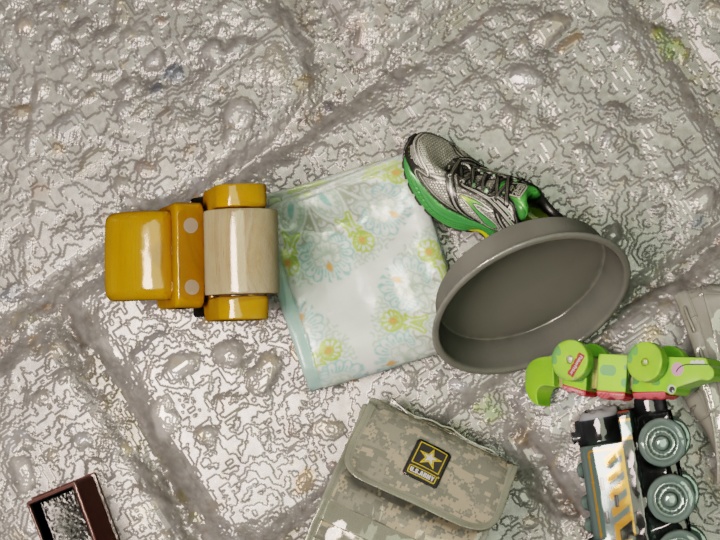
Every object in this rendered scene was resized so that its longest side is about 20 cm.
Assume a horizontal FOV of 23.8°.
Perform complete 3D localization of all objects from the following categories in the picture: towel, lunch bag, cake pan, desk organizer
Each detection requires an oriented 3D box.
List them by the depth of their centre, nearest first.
[{"bbox_3d":[0.155,0.022,1.605,0.198,0.201,0.037,-25,53,3],"label":"cake pan"},{"bbox_3d":[0.043,0.237,1.634,0.163,0.118,0.202,24,84,6],"label":"lunch bag"},{"bbox_3d":[-0.266,0.307,1.674,0.071,0.077,0.202,-21,86,4],"label":"desk organizer"},{"bbox_3d":[0.000,0.000,1.680,0.169,0.048,0.202,-17,86,5],"label":"towel"}]

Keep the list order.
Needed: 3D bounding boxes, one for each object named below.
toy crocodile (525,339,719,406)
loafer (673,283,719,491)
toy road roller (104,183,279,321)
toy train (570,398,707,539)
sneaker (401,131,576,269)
[{"bbox_3d":[0.247,0.099,1.615,0.198,0.067,0.063,0,84,30],"label":"toy crocodile"},{"bbox_3d":[0.337,0.114,1.639,0.069,0.070,0.203,-5,79,10],"label":"loafer"},{"bbox_3d":[-0.164,-0.013,1.622,0.144,0.200,0.125,-1,88,-17],"label":"toy road roller"},{"bbox_3d":[0.266,0.220,1.634,0.113,0.085,0.203,-10,86,14],"label":"toy train"},{"bbox_3d":[0.129,-0.074,1.644,0.199,0.085,0.078,34,57,2],"label":"sneaker"}]
